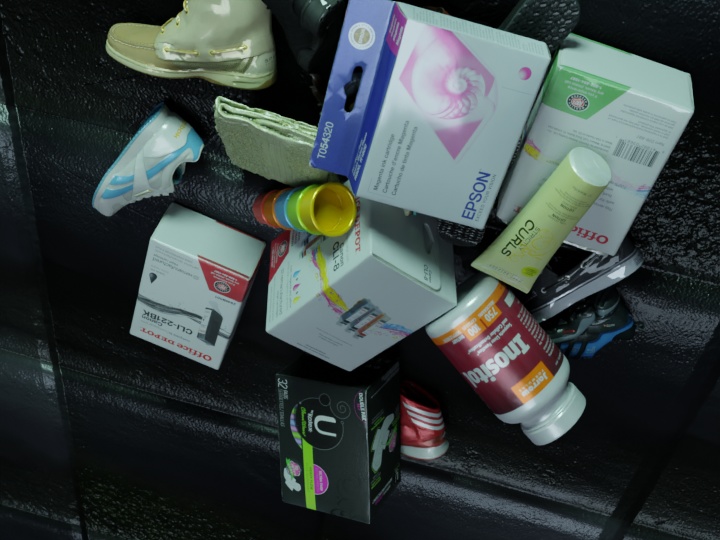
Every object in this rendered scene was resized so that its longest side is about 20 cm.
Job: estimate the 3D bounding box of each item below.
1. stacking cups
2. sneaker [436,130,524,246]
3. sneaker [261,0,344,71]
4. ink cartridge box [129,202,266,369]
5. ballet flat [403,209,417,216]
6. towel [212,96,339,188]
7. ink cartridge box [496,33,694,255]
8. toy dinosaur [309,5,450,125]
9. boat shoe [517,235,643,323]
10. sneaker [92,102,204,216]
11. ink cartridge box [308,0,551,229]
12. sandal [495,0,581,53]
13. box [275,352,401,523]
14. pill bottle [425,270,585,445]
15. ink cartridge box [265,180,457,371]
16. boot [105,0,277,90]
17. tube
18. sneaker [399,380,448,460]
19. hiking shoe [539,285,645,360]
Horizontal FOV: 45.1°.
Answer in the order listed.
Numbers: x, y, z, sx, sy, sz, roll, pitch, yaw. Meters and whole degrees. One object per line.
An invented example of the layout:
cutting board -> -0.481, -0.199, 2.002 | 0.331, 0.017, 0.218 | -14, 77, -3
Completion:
stacking cups -> -0.078, -0.070, 1.037 | 0.061, 0.061, 0.199 | 47, 160, -23
sneaker -> 0.132, -0.126, 0.966 | 0.069, 0.094, 0.202 | 14, 135, 1
sneaker -> -0.069, -0.278, 0.880 | 0.104, 0.060, 0.200 | 43, 172, -2
ink cartridge box -> -0.231, 0.027, 1.216 | 0.142, 0.084, 0.201 | 22, 133, -4
ballet flat -> 0.070, -0.147, 0.945 | 0.062, 0.068, 0.202 | 28, 133, 5
towel -> -0.094, -0.136, 1.000 | 0.146, 0.037, 0.200 | 19, 171, 2
ink cartridge box -> 0.246, -0.130, 0.935 | 0.143, 0.088, 0.202 | 18, 131, 2
toy dinosaur -> 0.033, -0.214, 0.963 | 0.178, 0.107, 0.200 | -15, 158, 16
boat shoe -> 0.247, 0.007, 1.069 | 0.199, 0.070, 0.067 | -31, 99, 38
sneaker -> -0.277, -0.123, 1.110 | 0.080, 0.077, 0.199 | 37, 132, -18
ink cartridge box -> 0.061, -0.152, 0.859 | 0.196, 0.044, 0.199 | 12, 125, -7
sandal -> 0.151, -0.225, 0.907 | 0.075, 0.048, 0.200 | 35, 132, -19
box -> -0.028, 0.229, 1.243 | 0.146, 0.124, 0.204 | 6, 108, 25
pill bottle -> 0.179, 0.108, 1.050 | 0.201, 0.113, 0.113 | 49, 128, -6
ink cartridge box -> 0.000, 0.000, 1.061 | 0.143, 0.147, 0.199 | 29, 133, -32
boot -> -0.185, -0.287, 0.942 | 0.196, 0.073, 0.157 | 12, 132, 5
tube -> 0.196, -0.046, 0.937 | 0.059, 0.051, 0.201 | 57, 143, 21
sneaker -> 0.037, 0.215, 1.320 | 0.196, 0.078, 0.118 | 1, 112, 18
hiking shoe -> 0.261, 0.093, 1.128 | 0.198, 0.075, 0.087 | -28, 117, 34
